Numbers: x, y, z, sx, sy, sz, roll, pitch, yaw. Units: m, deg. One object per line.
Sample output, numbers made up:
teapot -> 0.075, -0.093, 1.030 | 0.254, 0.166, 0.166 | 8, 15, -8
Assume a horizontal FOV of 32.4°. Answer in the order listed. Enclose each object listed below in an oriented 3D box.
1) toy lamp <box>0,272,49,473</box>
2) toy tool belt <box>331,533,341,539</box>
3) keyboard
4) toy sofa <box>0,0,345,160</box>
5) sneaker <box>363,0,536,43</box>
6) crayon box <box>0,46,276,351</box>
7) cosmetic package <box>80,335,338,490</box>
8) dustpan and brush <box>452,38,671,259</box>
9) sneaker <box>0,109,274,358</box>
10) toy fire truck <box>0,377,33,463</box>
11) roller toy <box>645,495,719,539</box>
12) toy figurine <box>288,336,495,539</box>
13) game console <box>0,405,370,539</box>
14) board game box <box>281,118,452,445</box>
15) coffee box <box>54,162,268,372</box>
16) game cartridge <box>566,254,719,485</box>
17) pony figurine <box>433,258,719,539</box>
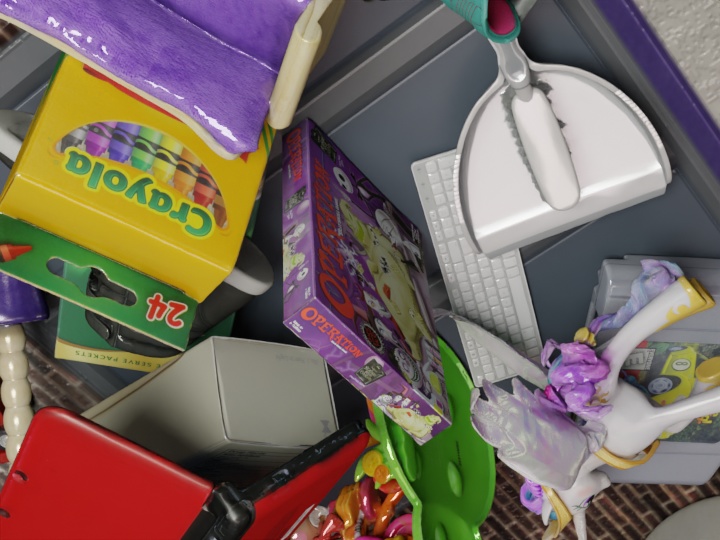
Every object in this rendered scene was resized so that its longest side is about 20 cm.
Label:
toy lamp -> -0.231, 0.087, 0.832 | 0.058, 0.058, 0.202 | -7, 89, 3
toy tool belt -> -0.006, 0.327, 1.022 | 0.124, 0.123, 0.201 | -3, 125, -1
keyboard -> 0.086, 0.000, 0.866 | 0.056, 0.011, 0.201 | -14, 125, 7
toy sofa -> -0.110, -0.154, 0.645 | 0.199, 0.098, 0.083 | 31, 148, 0
sneaker -> 0.035, -0.166, 0.675 | 0.199, 0.121, 0.083 | -34, 155, 19
crayon box -> -0.117, -0.071, 0.691 | 0.126, 0.201, 0.051 | 24, 149, -19
cosmetic package -> -0.119, 0.118, 0.848 | 0.199, 0.074, 0.103 | -30, 151, 36
dustpan and brush -> 0.104, -0.102, 0.763 | 0.139, 0.057, 0.201 | -21, 112, 11
sneaker -> -0.158, -0.012, 0.754 | 0.199, 0.071, 0.099 | 33, 112, -28
toy fire truck -> -0.328, 0.066, 0.869 | 0.140, 0.049, 0.201 | -13, 125, 7
roller toy -> 0.310, 0.280, 0.994 | 0.200, 0.140, 0.183 | -35, 109, 23
toy figurine -> -0.015, 0.161, 0.886 | 0.183, 0.201, 0.150 | -24, 147, 29
game console -> -0.117, 0.139, 0.766 | 0.119, 0.172, 0.200 | 50, 137, 14
board game box -> 0.000, 0.000, 0.746 | 0.032, 0.201, 0.120 | -39, 119, 21
coffee box -> -0.132, -0.019, 0.821 | 0.122, 0.044, 0.201 | 11, 124, -10
game cartridge -> 0.225, 0.080, 0.914 | 0.132, 0.041, 0.201 | 0, 125, -7
pony figurine -> 0.152, 0.082, 0.820 | 0.200, 0.167, 0.193 | -40, 114, 16
